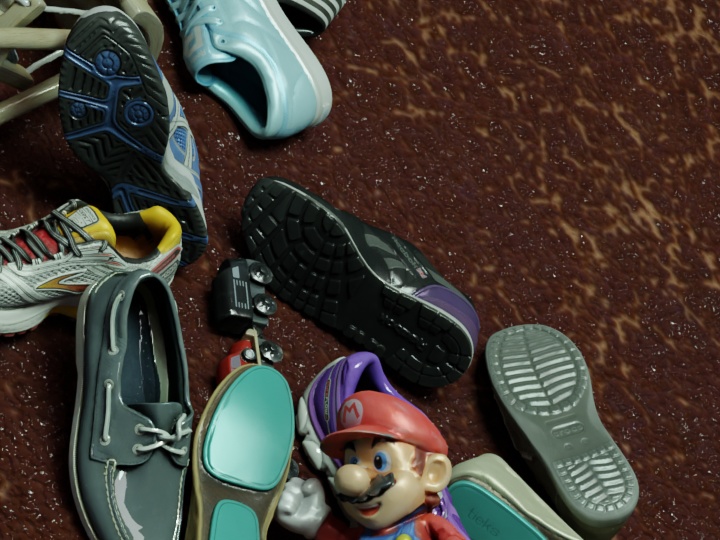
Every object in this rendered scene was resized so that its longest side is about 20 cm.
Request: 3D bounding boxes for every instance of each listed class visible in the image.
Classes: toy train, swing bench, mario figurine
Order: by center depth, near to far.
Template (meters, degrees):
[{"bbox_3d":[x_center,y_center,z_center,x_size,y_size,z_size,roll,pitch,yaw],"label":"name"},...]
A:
[{"bbox_3d":[0.010,0.176,1.637,0.123,0.106,0.201,-7,79,-4],"label":"mario figurine"},{"bbox_3d":[-0.076,0.074,1.744,0.046,0.034,0.201,12,49,-27],"label":"toy train"},{"bbox_3d":[-0.256,-0.210,1.776,0.200,0.130,0.199,-22,69,-45],"label":"swing bench"}]

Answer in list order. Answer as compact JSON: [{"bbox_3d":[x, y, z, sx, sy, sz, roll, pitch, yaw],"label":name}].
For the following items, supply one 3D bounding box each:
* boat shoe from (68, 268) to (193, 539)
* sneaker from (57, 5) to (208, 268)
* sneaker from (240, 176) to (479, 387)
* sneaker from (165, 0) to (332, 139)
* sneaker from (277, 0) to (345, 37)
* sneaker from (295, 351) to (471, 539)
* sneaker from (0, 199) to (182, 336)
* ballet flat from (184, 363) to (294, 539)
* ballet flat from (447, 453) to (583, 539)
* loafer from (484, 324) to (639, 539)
[{"bbox_3d":[-0.140,0.095,1.620,0.073,0.062,0.201,4,73,-35],"label":"boat shoe"},{"bbox_3d":[-0.156,-0.097,1.748,0.075,0.200,0.077,-10,37,5],"label":"sneaker"},{"bbox_3d":[0.000,0.000,1.852,0.200,0.076,0.088,41,26,-7],"label":"sneaker"},{"bbox_3d":[-0.106,-0.181,1.909,0.200,0.074,0.082,48,38,8],"label":"sneaker"},{"bbox_3d":[-0.094,-0.254,1.978,0.200,0.076,0.116,34,40,-12],"label":"sneaker"},{"bbox_3d":[0.028,0.144,1.726,0.081,0.083,0.200,-18,68,-45],"label":"sneaker"},{"bbox_3d":[-0.205,-0.012,1.676,0.200,0.082,0.078,-5,47,-40],"label":"sneaker"},{"bbox_3d":[-0.088,0.151,1.640,0.068,0.063,0.200,24,50,-18],"label":"ballet flat"},{"bbox_3d":[0.139,0.203,1.781,0.200,0.069,0.069,45,41,5],"label":"ballet flat"},{"bbox_3d":[0.139,0.121,1.854,0.075,0.070,0.200,-9,46,-12],"label":"loafer"}]
